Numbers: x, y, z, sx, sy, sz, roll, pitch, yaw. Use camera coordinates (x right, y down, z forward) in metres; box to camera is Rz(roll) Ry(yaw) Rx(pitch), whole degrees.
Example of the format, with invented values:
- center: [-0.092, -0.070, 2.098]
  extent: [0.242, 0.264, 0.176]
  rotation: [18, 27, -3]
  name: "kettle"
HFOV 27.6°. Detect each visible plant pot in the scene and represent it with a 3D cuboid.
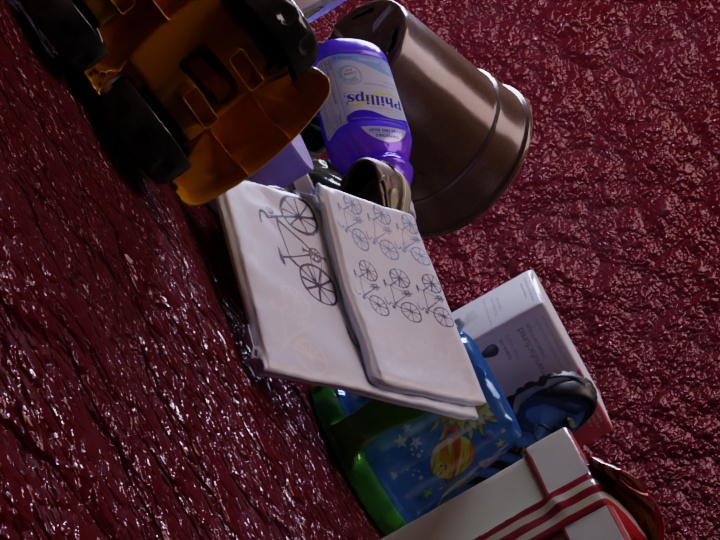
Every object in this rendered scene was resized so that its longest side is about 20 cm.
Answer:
- center: [0.049, -0.172, 1.582]
  extent: [0.198, 0.200, 0.201]
  rotation: [37, 17, -36]
  name: "plant pot"

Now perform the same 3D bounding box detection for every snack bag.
- center: [-0.012, 0.011, 1.034]
  extent: [0.198, 0.021, 0.190]
  rotation: [15, 42, -36]
  name: "snack bag"

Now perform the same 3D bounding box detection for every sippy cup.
- center: [0.049, 0.118, 1.130]
  extent: [0.141, 0.129, 0.178]
  rotation: [58, 5, -16]
  name: "sippy cup"

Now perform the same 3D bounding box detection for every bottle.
- center: [0.006, -0.126, 1.389]
  extent: [0.065, 0.083, 0.202]
  rotation: [-54, -138, 46]
  name: "bottle"

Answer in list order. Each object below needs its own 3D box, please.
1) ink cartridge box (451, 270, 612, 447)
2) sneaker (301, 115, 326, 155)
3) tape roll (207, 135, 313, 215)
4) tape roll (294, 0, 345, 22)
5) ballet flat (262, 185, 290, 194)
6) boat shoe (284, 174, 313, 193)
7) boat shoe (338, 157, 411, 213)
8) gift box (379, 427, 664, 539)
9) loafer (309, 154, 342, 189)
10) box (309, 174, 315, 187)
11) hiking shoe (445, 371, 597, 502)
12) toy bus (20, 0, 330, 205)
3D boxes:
- center: [0.102, 0.117, 1.306]
  extent: [0.147, 0.198, 0.085]
  rotation: [58, 10, -19]
  name: "ink cartridge box"
- center: [-0.077, -0.140, 1.484]
  extent: [0.117, 0.074, 0.200]
  rotation: [31, 6, 15]
  name: "sneaker"
- center: [-0.122, -0.147, 1.184]
  extent: [0.201, 0.084, 0.200]
  rotation: [59, 4, -6]
  name: "tape roll"
- center: [-0.090, -0.237, 1.377]
  extent: [0.037, 0.201, 0.203]
  rotation: [62, 4, -6]
  name: "tape roll"
- center: [-0.071, -0.019, 1.161]
  extent: [0.075, 0.074, 0.200]
  rotation: [62, 3, 30]
  name: "ballet flat"
- center: [-0.092, -0.095, 1.316]
  extent: [0.202, 0.065, 0.072]
  rotation: [66, -14, -2]
  name: "boat shoe"
- center: [-0.006, 0.000, 1.270]
  extent: [0.075, 0.074, 0.205]
  rotation: [40, 53, -65]
  name: "boat shoe"
- center: [0.132, 0.240, 0.920]
  extent: [0.186, 0.185, 0.200]
  rotation: [58, 4, -27]
  name: "gift box"
- center: [-0.029, -0.085, 1.474]
  extent: [0.199, 0.069, 0.076]
  rotation: [28, -37, 46]
  name: "loafer"
- center: [-0.032, 0.001, 1.400]
  extent: [0.202, 0.064, 0.070]
  rotation: [61, 4, -9]
  name: "box"
- center: [0.127, 0.171, 1.219]
  extent: [0.074, 0.200, 0.087]
  rotation: [38, 14, -39]
  name: "hiking shoe"
- center: [-0.137, -0.169, 0.938]
  extent: [0.201, 0.135, 0.192]
  rotation: [55, -7, -32]
  name: "toy bus"
